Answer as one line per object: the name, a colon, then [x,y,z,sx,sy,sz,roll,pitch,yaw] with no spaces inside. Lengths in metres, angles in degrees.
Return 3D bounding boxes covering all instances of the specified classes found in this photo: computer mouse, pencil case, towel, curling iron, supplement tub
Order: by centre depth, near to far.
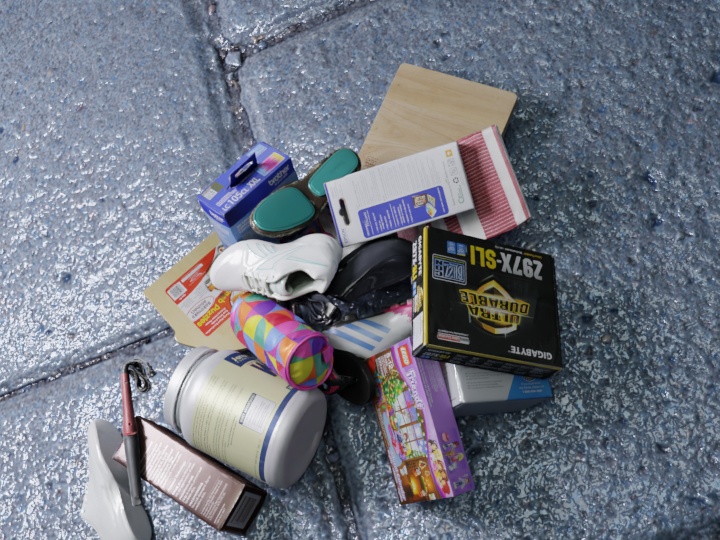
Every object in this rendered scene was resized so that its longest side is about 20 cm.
curling iron: [-0.309,0.218,1.141,0.048,0.026,0.205,-9,69,14]
pencil case: [-0.111,0.090,1.153,0.089,0.089,0.199,-47,38,-7]
supplement tub: [-0.160,0.199,1.157,0.196,0.145,0.147,20,75,19]
computer mouse: [0.000,0.000,1.161,0.197,0.054,0.138,-27,23,-16]
towel: [0.133,-0.102,1.189,0.197,0.023,0.147,-23,90,26]

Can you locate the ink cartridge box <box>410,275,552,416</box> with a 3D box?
ink cartridge box: [0.160,0.086,1.119,0.142,0.084,0.204,0,68,-24]

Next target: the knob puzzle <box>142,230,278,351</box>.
knob puzzle: [-0.207,0.047,1.284,0.214,0.031,0.224,0,63,0]

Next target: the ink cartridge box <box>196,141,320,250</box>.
ink cartridge box: [-0.150,-0.089,1.217,0.076,0.202,0.136,29,64,38]

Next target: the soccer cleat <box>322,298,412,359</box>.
soccer cleat: [0.041,0.094,1.200,0.195,0.070,0.088,-14,86,8]

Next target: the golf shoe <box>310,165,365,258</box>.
golf shoe: [-0.029,-0.068,1.257,0.072,0.092,0.202,-31,68,-3]

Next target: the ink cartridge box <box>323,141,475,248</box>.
ink cartridge box: [0.054,-0.105,1.160,0.196,0.037,0.097,-16,93,3]

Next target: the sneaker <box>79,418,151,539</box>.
sneaker: [-0.378,0.321,1.209,0.087,0.075,0.203,-30,66,14]

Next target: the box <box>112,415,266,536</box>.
box: [-0.240,0.289,1.167,0.197,0.100,0.076,28,78,22]

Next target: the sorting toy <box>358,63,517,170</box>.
sorting toy: [0.119,-0.196,1.281,0.196,0.070,0.202,20,75,20]

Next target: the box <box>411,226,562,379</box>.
box: [0.160,0.043,1.061,0.196,0.049,0.163,12,62,-19]

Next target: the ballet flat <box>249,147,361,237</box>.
ballet flat: [-0.077,-0.099,1.184,0.199,0.075,0.068,-40,81,-24]

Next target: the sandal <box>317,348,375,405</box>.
sandal: [-0.056,0.140,1.174,0.045,0.077,0.198,-22,33,-40]

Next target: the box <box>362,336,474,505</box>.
box: [0.071,0.198,1.089,0.038,0.136,0.204,-9,76,-30]

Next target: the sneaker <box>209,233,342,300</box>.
sneaker: [-0.124,0.002,1.144,0.196,0.071,0.081,-9,39,17]
